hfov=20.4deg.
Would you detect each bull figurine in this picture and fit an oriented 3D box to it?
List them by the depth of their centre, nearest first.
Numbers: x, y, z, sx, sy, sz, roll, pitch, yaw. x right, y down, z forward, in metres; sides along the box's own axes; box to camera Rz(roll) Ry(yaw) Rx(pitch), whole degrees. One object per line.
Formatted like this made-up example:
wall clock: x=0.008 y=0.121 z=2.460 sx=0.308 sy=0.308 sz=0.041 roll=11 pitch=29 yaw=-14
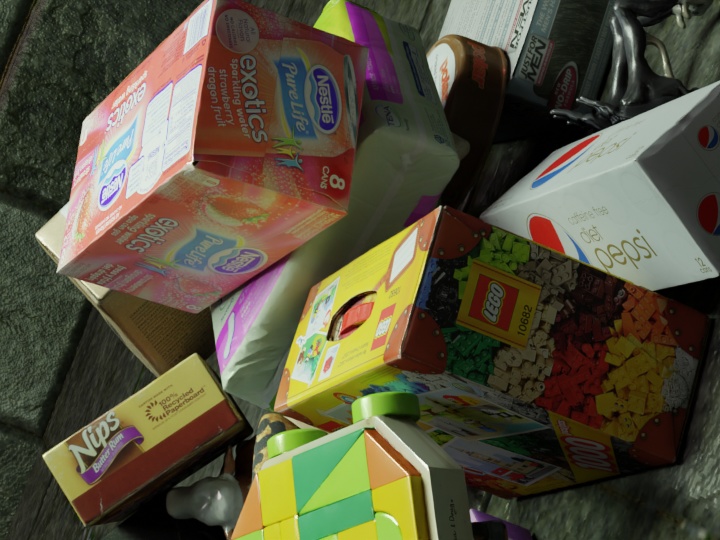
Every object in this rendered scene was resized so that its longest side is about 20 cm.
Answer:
bull figurine: x=-0.038 y=0.116 z=1.306 sx=0.199 sy=0.065 sz=0.121 roll=-31 pitch=3 yaw=-15

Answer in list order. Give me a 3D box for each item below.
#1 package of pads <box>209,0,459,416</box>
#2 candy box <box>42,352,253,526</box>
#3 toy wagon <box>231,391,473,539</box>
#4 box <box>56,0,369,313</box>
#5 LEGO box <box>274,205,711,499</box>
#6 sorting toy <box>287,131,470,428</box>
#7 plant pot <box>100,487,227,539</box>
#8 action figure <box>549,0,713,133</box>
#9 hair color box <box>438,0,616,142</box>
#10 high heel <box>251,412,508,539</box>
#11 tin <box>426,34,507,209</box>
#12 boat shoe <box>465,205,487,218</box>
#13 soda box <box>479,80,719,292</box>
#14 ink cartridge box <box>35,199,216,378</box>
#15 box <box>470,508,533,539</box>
package of pads: x=-0.024 y=-0.039 z=1.159 sx=0.201 sy=0.068 sz=0.155 roll=-58 pitch=26 yaw=28
candy box: x=-0.133 y=0.113 z=1.311 sx=0.116 sy=0.057 sz=0.200 roll=-33 pitch=-4 yaw=-4
toy wagon: x=-0.018 y=0.151 z=0.961 sx=0.199 sy=0.039 sz=0.157 roll=-26 pitch=64 yaw=46
box: x=-0.085 y=-0.058 z=1.102 sx=0.200 sy=0.094 sz=0.103 roll=-32 pitch=46 yaw=57
LEGO box: x=0.060 y=0.048 z=1.013 sx=0.200 sy=0.148 sz=0.078 roll=148 pitch=141 yaw=-68
sorting toy: x=0.000 y=0.000 z=1.212 sx=0.201 sy=0.036 sz=0.185 roll=-68 pitch=22 yaw=8
plant pot: x=-0.112 y=0.263 z=1.298 sx=0.178 sy=0.199 sz=0.200 roll=-56 pitch=15 yaw=7
action figure: x=0.158 y=-0.173 z=1.067 sx=0.119 sy=0.101 sz=0.202 roll=148 pitch=141 yaw=-86
hair color box: x=0.102 y=-0.143 z=1.311 sx=0.200 sy=0.060 sz=0.100 roll=180 pitch=109 yaw=-76
high heel: x=0.011 y=0.115 z=1.012 sx=0.201 sy=0.071 sz=0.143 roll=59 pitch=138 yaw=34
tin: x=0.034 y=-0.063 z=1.271 sx=0.113 sy=0.042 sz=0.200 roll=-91 pitch=24 yaw=-42
boat shoe: x=0.063 y=0.032 z=1.196 sx=0.201 sy=0.072 sz=0.065 roll=-81 pitch=17 yaw=-57
soda box: x=0.132 y=-0.032 z=0.984 sx=0.064 sy=0.068 sz=0.200 roll=-40 pitch=6 yaw=-18
ink cartridge box: x=-0.097 y=-0.037 z=1.318 sx=0.200 sy=0.075 sz=0.165 roll=-44 pitch=-26 yaw=-8
box: x=0.044 y=0.240 z=1.024 sx=0.137 sy=0.039 sz=0.201 roll=-117 pitch=49 yaw=-72
